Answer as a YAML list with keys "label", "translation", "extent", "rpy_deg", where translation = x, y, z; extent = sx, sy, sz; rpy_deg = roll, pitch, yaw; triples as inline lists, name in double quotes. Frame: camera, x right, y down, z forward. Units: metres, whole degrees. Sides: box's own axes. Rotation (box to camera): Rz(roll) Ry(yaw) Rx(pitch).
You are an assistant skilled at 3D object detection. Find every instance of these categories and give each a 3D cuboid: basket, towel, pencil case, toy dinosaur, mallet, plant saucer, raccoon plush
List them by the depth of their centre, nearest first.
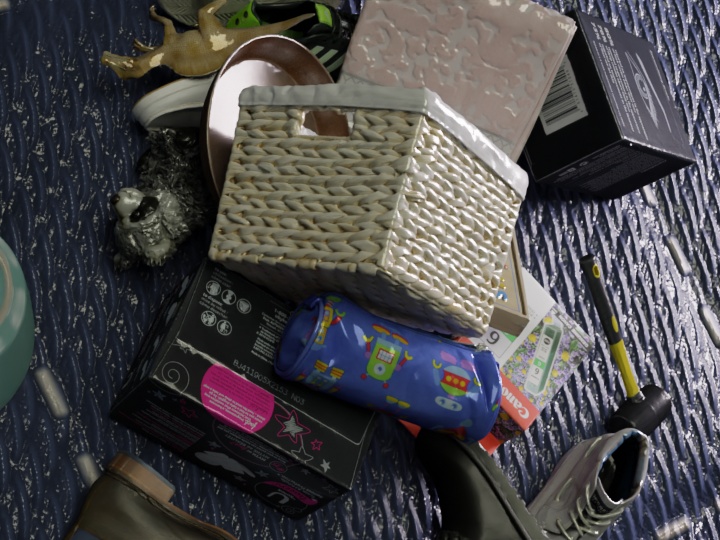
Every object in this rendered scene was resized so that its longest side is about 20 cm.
- label: "pencil case"
  translation: [0.029, 0.080, 1.379]
  extent: [0.200, 0.078, 0.087]
  rpy_deg: [20, 90, -21]
- label: "basket"
  translation: [0.008, -0.049, 1.396]
  extent: [0.200, 0.198, 0.161]
  rpy_deg: [30, 70, -53]
- label: "plant saucer"
  translation: [-0.081, -0.112, 1.476]
  extent: [0.200, 0.034, 0.201]
  rpy_deg: [5, 84, -53]
- label: "raccoon plush"
  translation: [-0.134, -0.045, 1.483]
  extent: [0.200, 0.097, 0.134]
  rpy_deg: [17, 70, -20]
- label: "toy dinosaur"
  translation: [-0.142, -0.215, 1.524]
  extent: [0.200, 0.058, 0.101]
  rpy_deg: [-14, 44, -2]
- label: "towel"
  translation: [0.082, -0.191, 1.578]
  extent: [0.200, 0.191, 0.032]
  rpy_deg: [24, 17, 4]
- label: "mallet"
  translation: [0.260, 0.072, 1.615]
  extent: [0.066, 0.041, 0.200]
  rpy_deg: [-27, 108, -38]

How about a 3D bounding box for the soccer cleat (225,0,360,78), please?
- label: "soccer cleat"
  translation: [-0.036, -0.232, 1.612]
  extent: [0.200, 0.081, 0.068]
  rpy_deg: [-2, 70, -30]

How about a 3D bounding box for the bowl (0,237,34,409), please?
- label: "bowl"
  translation: [-0.352, 0.029, 1.329]
  extent: [0.201, 0.105, 0.201]
  rpy_deg: [10, 66, -23]

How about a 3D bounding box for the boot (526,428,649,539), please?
- label: "boot"
  translation: [0.201, 0.227, 1.526]
  extent: [0.074, 0.096, 0.200]
  rpy_deg: [38, 57, -7]

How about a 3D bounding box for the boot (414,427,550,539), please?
- label: "boot"
  translation: [0.072, 0.243, 1.459]
  extent: [0.158, 0.079, 0.211]
  rpy_deg: [-31, 69, -13]

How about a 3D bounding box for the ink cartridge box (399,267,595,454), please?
- label: "ink cartridge box"
  translation: [0.129, 0.101, 1.571]
  extent: [0.109, 0.050, 0.200]
  rpy_deg: [46, 56, -3]

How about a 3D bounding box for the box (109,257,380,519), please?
- label: "box"
  translation: [-0.094, 0.105, 1.420]
  extent: [0.200, 0.115, 0.132]
  rpy_deg: [31, 57, -14]

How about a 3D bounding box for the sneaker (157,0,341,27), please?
- label: "sneaker"
  translation: [-0.115, -0.293, 1.612]
  extent: [0.200, 0.075, 0.085]
  rpy_deg: [-5, 61, -32]

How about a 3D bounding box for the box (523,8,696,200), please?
- label: "box"
  translation: [0.240, -0.164, 1.663]
  extent: [0.200, 0.104, 0.148]
  rpy_deg: [9, 60, -57]

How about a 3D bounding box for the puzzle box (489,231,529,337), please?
- label: "puzzle box"
  translation: [0.092, -0.029, 1.575]
  extent: [0.133, 0.025, 0.200]
  rpy_deg: [21, 35, -19]

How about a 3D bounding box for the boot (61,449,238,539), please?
- label: "boot"
  translation: [-0.155, 0.249, 1.362]
  extent: [0.200, 0.075, 0.097]
  rpy_deg: [40, 69, 2]

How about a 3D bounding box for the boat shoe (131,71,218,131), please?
- label: "boat shoe"
  translation: [-0.116, -0.146, 1.543]
  extent: [0.200, 0.071, 0.069]
  rpy_deg: [-10, 77, -29]
